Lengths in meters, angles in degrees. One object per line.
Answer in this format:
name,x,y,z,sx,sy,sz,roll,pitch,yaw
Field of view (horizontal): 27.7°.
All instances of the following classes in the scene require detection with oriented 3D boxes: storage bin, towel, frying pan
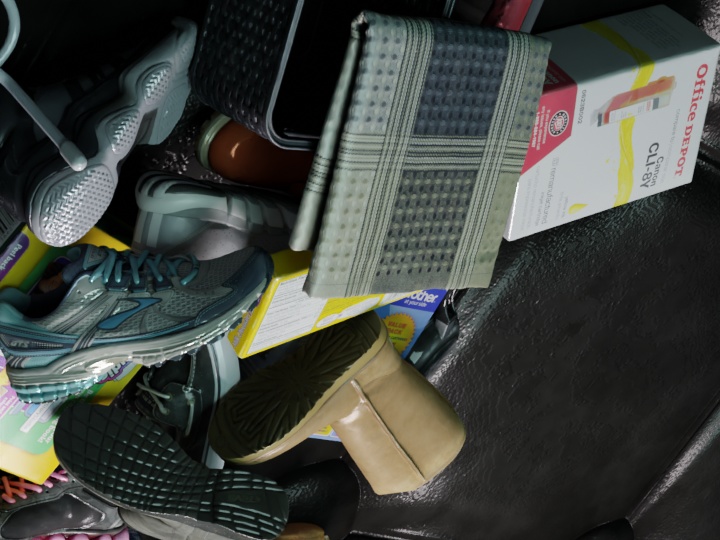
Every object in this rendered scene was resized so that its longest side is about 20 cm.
storage bin,-0.017,-0.187,0.981,0.135,0.094,0.201,2,111,-43
towel,0.043,-0.076,1.016,0.192,0.034,0.201,-3,113,-45
frying pan,0.071,0.051,1.291,0.190,0.031,0.115,-54,166,22

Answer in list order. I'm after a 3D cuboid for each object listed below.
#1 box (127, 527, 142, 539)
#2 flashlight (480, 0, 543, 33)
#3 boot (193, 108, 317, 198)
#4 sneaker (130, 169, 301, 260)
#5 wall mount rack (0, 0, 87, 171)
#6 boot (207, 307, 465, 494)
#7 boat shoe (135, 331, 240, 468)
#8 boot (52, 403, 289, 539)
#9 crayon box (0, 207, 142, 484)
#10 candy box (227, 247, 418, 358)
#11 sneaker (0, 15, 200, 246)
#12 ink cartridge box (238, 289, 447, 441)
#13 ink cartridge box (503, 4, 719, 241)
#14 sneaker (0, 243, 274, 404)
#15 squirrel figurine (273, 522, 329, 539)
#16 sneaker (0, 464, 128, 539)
box,-0.268,0.254,1.216,0.200,0.064,0.070,13,116,-43
flashlight,0.098,-0.183,1.094,0.068,0.068,0.201,-49,162,-88
boot,-0.023,-0.080,1.089,0.199,0.107,0.075,-1,126,-35
sneaker,-0.091,-0.002,1.075,0.200,0.075,0.116,10,99,-39
wall mount rack,-0.263,-0.077,0.879,0.174,0.075,0.200,39,99,-7
boot,-0.011,0.136,1.199,0.175,0.066,0.200,-35,140,-2
boat shoe,-0.143,0.103,1.169,0.071,0.072,0.201,-17,128,-30
boot,-0.164,0.177,1.137,0.200,0.068,0.131,27,149,-20
crayon box,-0.239,0.043,1.064,0.200,0.058,0.172,-49,140,5
candy box,0.000,0.000,1.085,0.200,0.026,0.102,-19,151,-34
sneaker,-0.190,-0.112,0.958,0.200,0.114,0.076,-59,169,-35
ink cartridge box,-0.022,0.039,1.214,0.136,0.076,0.200,12,115,-42
ink cartridge box,0.192,-0.127,1.227,0.199,0.083,0.146,-18,133,-25
sneaker,-0.156,0.019,0.972,0.199,0.078,0.087,-22,109,6
squirrel figurine,-0.103,0.307,1.359,0.200,0.142,0.187,-38,151,17
sneaker,-0.256,0.178,1.161,0.200,0.079,0.096,8,113,-50
